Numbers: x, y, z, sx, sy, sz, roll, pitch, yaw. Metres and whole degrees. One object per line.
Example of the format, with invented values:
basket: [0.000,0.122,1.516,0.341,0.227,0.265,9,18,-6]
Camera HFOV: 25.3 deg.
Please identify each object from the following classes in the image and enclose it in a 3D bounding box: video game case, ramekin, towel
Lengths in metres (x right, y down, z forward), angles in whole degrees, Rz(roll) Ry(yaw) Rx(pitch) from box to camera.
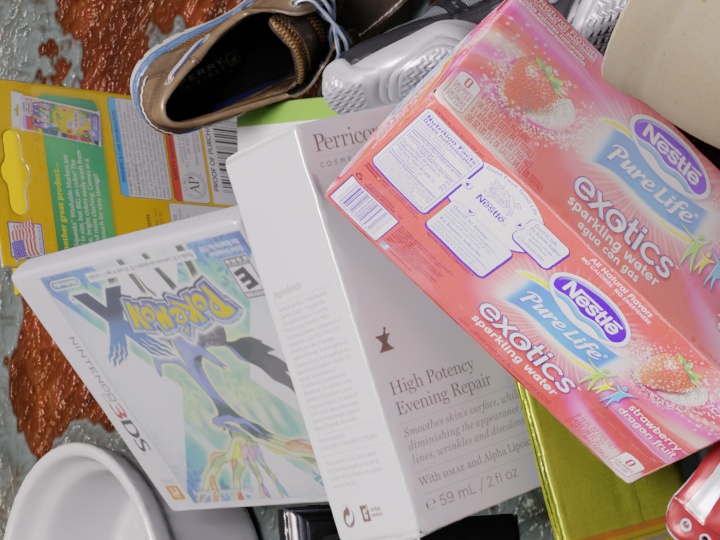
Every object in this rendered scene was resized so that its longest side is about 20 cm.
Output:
video game case: [-0.084,0.057,0.890,0.200,0.022,0.183,-12,118,43]
ramekin: [-0.151,0.216,1.072,0.200,0.098,0.201,-6,82,48]
towel: [0.120,0.098,0.770,0.018,0.086,0.201,-27,73,53]

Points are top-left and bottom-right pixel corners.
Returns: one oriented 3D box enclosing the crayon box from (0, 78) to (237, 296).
crayon box: [-0.156,-0.047,1.021,0.052,0.200,0.126,-27,67,45]

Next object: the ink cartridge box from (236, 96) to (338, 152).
ink cartridge box: [0.000,0.000,0.939,0.148,0.076,0.201,1,93,48]

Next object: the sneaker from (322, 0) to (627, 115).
sneaker: [0.073,-0.144,0.836,0.199,0.076,0.114,-14,61,13]

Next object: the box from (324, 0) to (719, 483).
box: [0.099,-0.015,0.723,0.200,0.095,0.103,43,143,-5]

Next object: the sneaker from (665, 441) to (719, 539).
sneaker: [0.191,0.160,0.712,0.112,0.071,0.201,2,81,44]

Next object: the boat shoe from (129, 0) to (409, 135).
boat shoe: [-0.037,-0.135,0.928,0.200,0.072,0.072,-35,25,-3]

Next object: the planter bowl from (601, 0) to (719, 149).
planter bowl: [0.211,-0.114,0.643,0.135,0.200,0.200,41,121,11]

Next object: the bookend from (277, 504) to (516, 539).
bookend: [0.062,0.211,0.837,0.200,0.092,0.199,-18,74,45]

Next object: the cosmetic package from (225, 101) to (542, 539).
cosmetic package: [0.017,0.022,0.784,0.074,0.101,0.201,-20,87,54]
